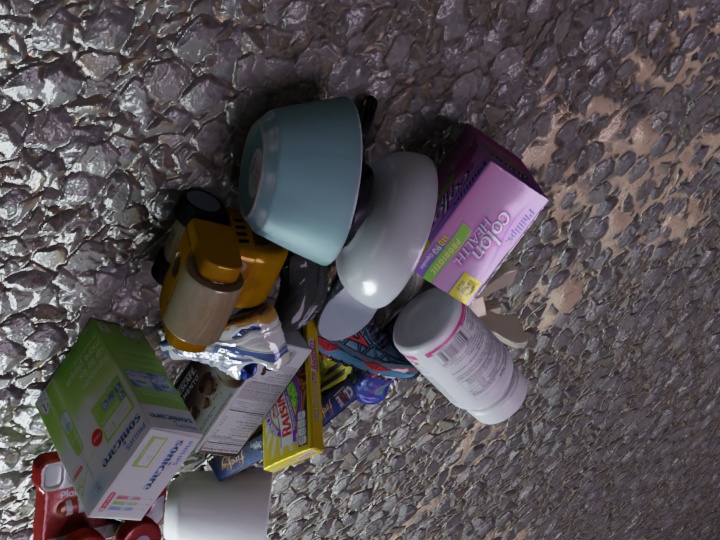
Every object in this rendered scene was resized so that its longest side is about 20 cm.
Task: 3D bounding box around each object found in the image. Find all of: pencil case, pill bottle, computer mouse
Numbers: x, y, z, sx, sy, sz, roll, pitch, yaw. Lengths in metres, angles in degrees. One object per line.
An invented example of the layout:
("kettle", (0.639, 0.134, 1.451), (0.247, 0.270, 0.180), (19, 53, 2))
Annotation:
("pencil case", (0.054, 0.129, 1.549), (0.086, 0.078, 0.200), (6, 141, -35))
("pill bottle", (0.145, 0.125, 1.425), (0.113, 0.113, 0.200), (-43, 120, 2))
("computer mouse", (-0.007, -0.134, 1.219), (0.034, 0.201, 0.059), (18, 145, -19))

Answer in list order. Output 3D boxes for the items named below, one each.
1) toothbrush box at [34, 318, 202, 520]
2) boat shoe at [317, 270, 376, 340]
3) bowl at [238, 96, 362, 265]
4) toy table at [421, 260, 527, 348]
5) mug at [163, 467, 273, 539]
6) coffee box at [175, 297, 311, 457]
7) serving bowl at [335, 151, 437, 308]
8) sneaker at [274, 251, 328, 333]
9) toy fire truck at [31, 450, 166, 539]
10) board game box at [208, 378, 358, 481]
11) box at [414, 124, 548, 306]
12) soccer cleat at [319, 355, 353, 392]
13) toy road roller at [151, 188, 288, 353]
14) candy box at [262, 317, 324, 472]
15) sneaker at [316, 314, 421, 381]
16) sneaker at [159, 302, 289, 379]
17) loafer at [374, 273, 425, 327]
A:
("toothbrush box", (-0.301, 0.182, 1.234), (0.086, 0.200, 0.146), (19, 114, -49))
("boat shoe", (0.000, 0.000, 1.396), (0.071, 0.091, 0.201), (24, 111, -24))
("bowl", (-0.079, -0.111, 1.173), (0.104, 0.201, 0.202), (7, 124, -20))
("toy table", (0.171, 0.048, 1.547), (0.116, 0.185, 0.200), (-17, 167, -11))
("mug", (-0.215, 0.376, 1.516), (0.152, 0.150, 0.187), (6, 140, -5))
("coffee box", (-0.170, 0.144, 1.382), (0.080, 0.113, 0.200), (17, 115, -45))
("serving bowl", (0.018, -0.058, 1.232), (0.065, 0.200, 0.201), (18, 116, -19))
("sneaker", (-0.080, -0.017, 1.322), (0.091, 0.076, 0.201), (28, 80, -40))
("toy fire truck", (-0.362, 0.318, 1.403), (0.199, 0.112, 0.169), (-5, 111, -39))
("board game box", (-0.112, 0.233, 1.473), (0.199, 0.035, 0.135), (-31, 180, 28))
("box", (0.147, -0.080, 1.359), (0.096, 0.200, 0.176), (31, 107, -14))
("soccer cleat", (-0.066, 0.160, 1.531), (0.083, 0.065, 0.201), (-1, 126, -29))
("toy road roller", (-0.157, 0.003, 1.189), (0.145, 0.200, 0.123), (14, 120, -24))
("candy box", (-0.096, 0.166, 1.378), (0.026, 0.201, 0.102), (21, 141, -38))
("sneaker", (0.001, 0.095, 1.442), (0.079, 0.199, 0.096), (-96, -153, -88))
("sneaker", (-0.177, 0.105, 1.284), (0.075, 0.199, 0.089), (-37, 109, -48))
("loafer", (0.053, 0.018, 1.468), (0.063, 0.072, 0.200), (-37, 170, -31))
